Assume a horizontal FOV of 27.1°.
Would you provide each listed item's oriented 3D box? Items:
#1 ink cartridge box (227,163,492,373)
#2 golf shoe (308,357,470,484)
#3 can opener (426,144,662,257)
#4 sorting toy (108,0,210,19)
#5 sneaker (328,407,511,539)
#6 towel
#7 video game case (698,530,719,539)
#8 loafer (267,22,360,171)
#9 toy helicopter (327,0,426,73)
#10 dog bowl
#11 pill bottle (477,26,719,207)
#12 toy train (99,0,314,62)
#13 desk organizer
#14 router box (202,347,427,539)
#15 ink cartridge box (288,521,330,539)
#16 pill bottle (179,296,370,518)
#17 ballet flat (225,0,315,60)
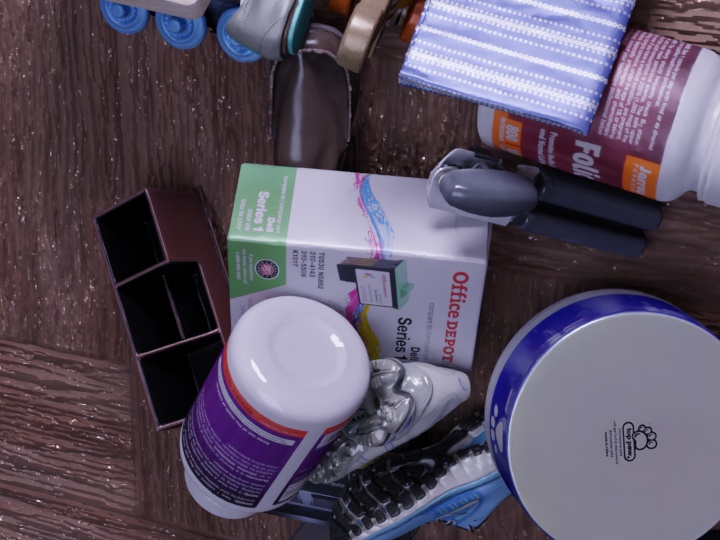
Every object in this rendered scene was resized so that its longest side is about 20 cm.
[{"bbox_3d":[0.000,0.000,1.183,0.199,0.084,0.145,5,140,2],"label":"ink cartridge box"},{"bbox_3d":[0.015,0.126,1.232,0.200,0.097,0.079,-30,67,55],"label":"golf shoe"},{"bbox_3d":[0.141,-0.042,1.113,0.199,0.067,0.053,13,121,-24],"label":"can opener"},{"bbox_3d":[-0.178,-0.306,1.123,0.199,0.199,0.070,15,156,17],"label":"sorting toy"},{"bbox_3d":[0.070,0.196,1.259,0.199,0.078,0.090,-25,119,-6],"label":"sneaker"},{"bbox_3d":[0.124,-0.198,1.065,0.144,0.201,0.024,17,160,14],"label":"towel"},{"bbox_3d":[0.292,0.309,1.279,0.199,0.026,0.181,-11,106,26],"label":"video game case"},{"bbox_3d":[-0.035,-0.105,1.187,0.073,0.071,0.200,-1,134,2],"label":"loafer"},{"bbox_3d":[0.020,-0.206,1.078,0.079,0.200,0.133,23,124,-2],"label":"toy helicopter"},{"bbox_3d":[0.200,0.119,1.156,0.199,0.079,0.201,-1,101,-6],"label":"dog bowl"},{"bbox_3d":[0.196,-0.117,1.089,0.199,0.114,0.115,19,117,16],"label":"pill bottle"},{"bbox_3d":[-0.128,-0.240,1.189,0.199,0.087,0.115,16,123,17],"label":"toy train"},{"bbox_3d":[-0.157,0.032,1.285,0.072,0.077,0.201,-24,79,27],"label":"desk organizer"},{"bbox_3d":[-0.040,0.146,1.336,0.199,0.052,0.158,9,114,20],"label":"router box"},{"bbox_3d":[-0.006,0.349,1.388,0.144,0.084,0.201,11,115,18],"label":"ink cartridge box"},{"bbox_3d":[-0.075,0.116,1.178,0.112,0.112,0.200,38,137,5],"label":"pill bottle"},{"bbox_3d":[-0.043,-0.252,1.111,0.063,0.067,0.201,21,77,12],"label":"ballet flat"}]
